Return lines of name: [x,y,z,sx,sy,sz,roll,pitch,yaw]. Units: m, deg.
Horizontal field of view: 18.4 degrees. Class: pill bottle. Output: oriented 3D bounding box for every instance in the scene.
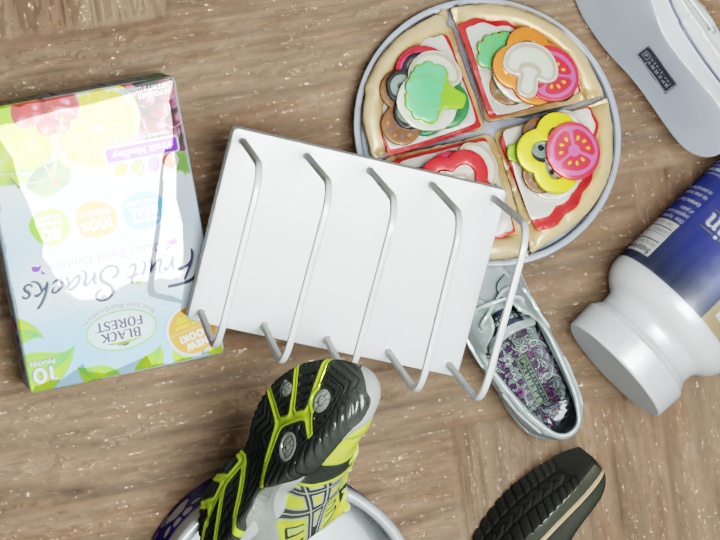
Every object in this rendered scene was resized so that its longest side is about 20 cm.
pill bottle: [0.257,0.005,1.644,0.200,0.116,0.116,-44,104,-6]

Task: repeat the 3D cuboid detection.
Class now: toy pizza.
toy pizza: [0.095,-0.103,1.607,0.200,0.032,0.201,2,80,-10]

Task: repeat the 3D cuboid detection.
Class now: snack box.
snack box: [-0.184,-0.028,1.559,0.142,0.053,0.200,-11,99,-13]

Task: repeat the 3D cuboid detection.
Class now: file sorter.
file sorter: [0.000,0.000,1.509,0.200,0.125,0.139,12,101,-13]

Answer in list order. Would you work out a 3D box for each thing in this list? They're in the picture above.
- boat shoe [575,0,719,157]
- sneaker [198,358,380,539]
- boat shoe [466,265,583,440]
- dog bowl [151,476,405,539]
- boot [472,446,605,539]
boat shoe: [0.224,-0.179,1.647,0.065,0.074,0.200,-35,97,-42]
sneaker: [-0.036,0.128,1.492,0.076,0.075,0.200,12,137,-29]
boat shoe: [0.106,0.038,1.630,0.070,0.072,0.201,-33,101,-8]
dog bowl: [-0.059,0.241,1.606,0.200,0.079,0.200,-2,96,-14]
boot: [0.143,0.243,1.667,0.138,0.077,0.200,40,99,-19]
